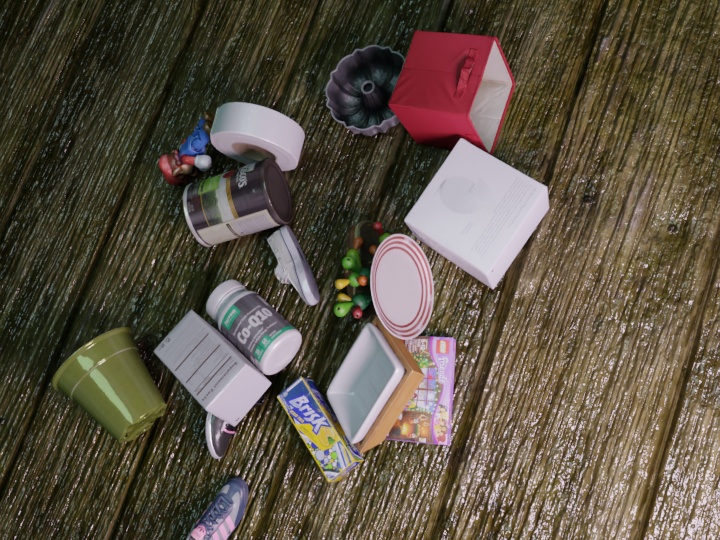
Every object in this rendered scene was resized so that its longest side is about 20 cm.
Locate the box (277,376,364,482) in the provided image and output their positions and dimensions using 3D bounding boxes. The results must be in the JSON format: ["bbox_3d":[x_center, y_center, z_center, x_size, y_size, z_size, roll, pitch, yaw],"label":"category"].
[{"bbox_3d":[-0.081,0.313,1.314,0.070,0.064,0.201,-39,68,6],"label":"box"}]

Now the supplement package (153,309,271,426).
[{"bbox_3d":[-0.298,0.195,1.332,0.199,0.117,0.118,36,79,33],"label":"supplement package"}]

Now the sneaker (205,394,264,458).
[{"bbox_3d":[-0.256,0.291,1.375,0.098,0.071,0.203,1,72,24],"label":"sneaker"}]

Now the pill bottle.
[{"bbox_3d":[-0.227,0.115,1.390,0.199,0.113,0.114,38,89,23],"label":"pill bottle"}]

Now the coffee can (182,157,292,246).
[{"bbox_3d":[-0.268,-0.148,1.457,0.197,0.146,0.149,-15,71,14],"label":"coffee can"}]

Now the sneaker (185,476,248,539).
[{"bbox_3d":[-0.295,0.510,1.324,0.069,0.082,0.202,26,85,23],"label":"sneaker"}]

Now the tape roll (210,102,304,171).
[{"bbox_3d":[-0.226,-0.290,1.451,0.199,0.202,0.072,10,79,21],"label":"tape roll"}]

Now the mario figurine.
[{"bbox_3d":[-0.388,-0.272,1.558,0.199,0.124,0.106,-39,98,26],"label":"mario figurine"}]

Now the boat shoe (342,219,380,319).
[{"bbox_3d":[0.000,0.000,1.376,0.067,0.071,0.204,-7,79,51],"label":"boat shoe"}]

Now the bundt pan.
[{"bbox_3d":[0.027,-0.387,1.458,0.198,0.076,0.206,-5,74,18],"label":"bundt pan"}]

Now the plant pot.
[{"bbox_3d":[-0.522,0.261,1.429,0.200,0.200,0.190,-43,80,3],"label":"plant pot"}]

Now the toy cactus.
[{"bbox_3d":[0.029,0.022,1.305,0.101,0.165,0.202,-8,47,46],"label":"toy cactus"}]

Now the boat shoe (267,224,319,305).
[{"bbox_3d":[-0.150,-0.002,1.419,0.069,0.071,0.202,-30,65,8],"label":"boat shoe"}]

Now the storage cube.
[{"bbox_3d":[0.188,-0.354,1.335,0.178,0.200,0.173,16,81,28],"label":"storage cube"}]

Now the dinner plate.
[{"bbox_3d":[0.077,0.031,1.274,0.024,0.199,0.204,-10,71,39],"label":"dinner plate"}]

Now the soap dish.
[{"bbox_3d":[0.028,0.214,1.245,0.202,0.080,0.158,-60,38,20],"label":"soap dish"}]

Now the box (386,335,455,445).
[{"bbox_3d":[0.111,0.229,1.284,0.135,0.039,0.204,0,76,19],"label":"box"}]

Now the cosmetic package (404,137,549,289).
[{"bbox_3d":[0.230,-0.109,1.290,0.199,0.123,0.201,36,89,25],"label":"cosmetic package"}]
